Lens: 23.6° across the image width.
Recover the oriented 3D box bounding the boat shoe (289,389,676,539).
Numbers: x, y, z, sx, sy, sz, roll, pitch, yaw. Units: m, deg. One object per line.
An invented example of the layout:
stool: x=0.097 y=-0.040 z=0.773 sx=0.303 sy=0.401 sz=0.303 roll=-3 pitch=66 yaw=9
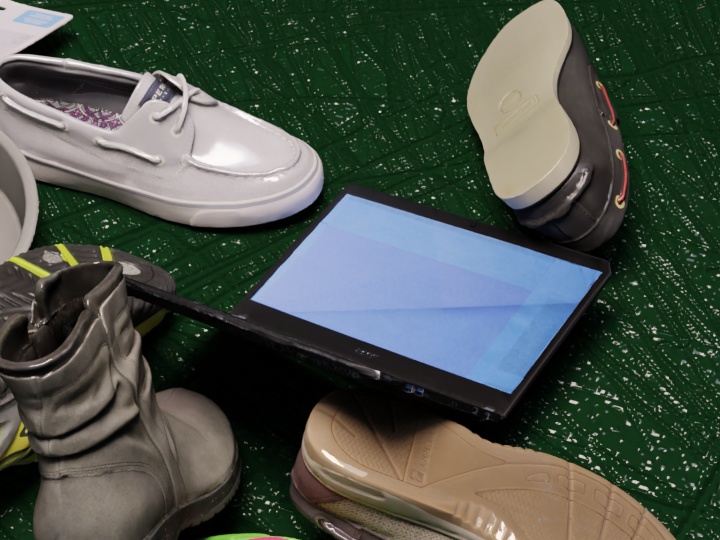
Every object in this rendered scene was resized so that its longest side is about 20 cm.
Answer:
boat shoe: x=0.060 y=0.122 z=0.790 sx=0.199 sy=0.065 sz=0.072 roll=24 pitch=45 yaw=-3

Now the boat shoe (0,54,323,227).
boat shoe: x=-0.117 y=-0.081 z=0.971 sx=0.199 sy=0.069 sz=0.072 roll=17 pitch=51 yaw=16

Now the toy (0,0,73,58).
toy: x=-0.273 y=-0.138 z=1.001 sx=0.114 sy=0.048 sz=0.200 roll=15 pitch=38 yaw=24

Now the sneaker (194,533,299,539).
sneaker: x=-0.080 y=0.170 z=0.755 sx=0.199 sy=0.084 sz=0.077 roll=-16 pitch=9 yaw=-29

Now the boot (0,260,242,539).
boot: x=-0.103 y=0.054 z=0.766 sx=0.067 sy=0.132 sz=0.200 roll=-4 pitch=15 yaw=9

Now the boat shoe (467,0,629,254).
boat shoe: x=0.107 y=-0.084 z=0.977 sx=0.074 sy=0.063 sz=0.202 roll=-37 pitch=29 yaw=23

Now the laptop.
laptop: x=0.000 y=0.000 z=0.851 sx=0.176 sy=0.200 sz=0.104 roll=18 pitch=86 yaw=32

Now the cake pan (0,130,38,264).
cake pan: x=-0.272 y=-0.014 z=0.936 sx=0.198 sy=0.037 sz=0.201 roll=-1 pitch=48 yaw=1

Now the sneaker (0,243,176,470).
sneaker: x=-0.168 y=0.049 z=0.861 sx=0.075 sy=0.077 sz=0.200 roll=25 pitch=35 yaw=25
